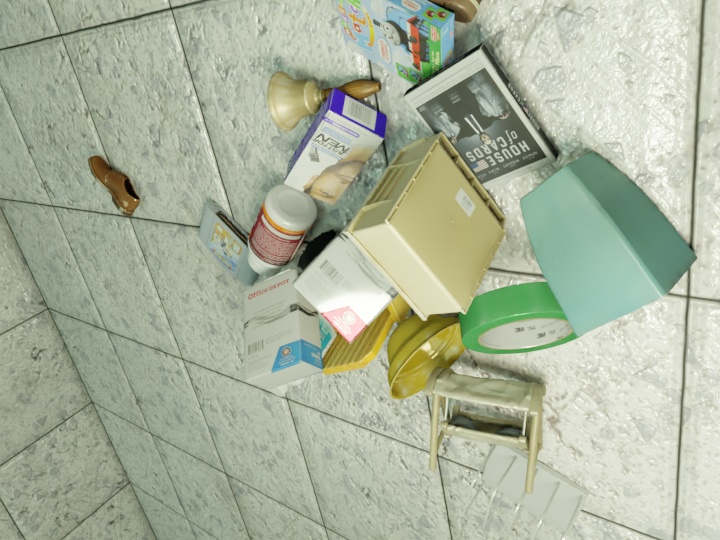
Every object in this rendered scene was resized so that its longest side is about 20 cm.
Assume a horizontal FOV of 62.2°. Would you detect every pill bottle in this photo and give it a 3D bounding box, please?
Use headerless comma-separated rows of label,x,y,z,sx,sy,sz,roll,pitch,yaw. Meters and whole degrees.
pill bottle,-0.144,0.176,1.328,0.109,0.202,0.112,25,151,15
pill bottle,-0.174,-0.078,1.265,0.113,0.113,0.201,45,137,8

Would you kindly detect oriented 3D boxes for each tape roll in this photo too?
tape roll,0.253,0.079,0.930,0.200,0.197,0.049,-35,51,48

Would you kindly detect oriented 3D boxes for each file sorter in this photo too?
file sorter,0.314,0.459,1.170,0.198,0.124,0.141,27,132,27

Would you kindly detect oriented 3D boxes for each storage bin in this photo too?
storage bin,0.110,-0.068,0.913,0.200,0.200,0.093,46,149,-24

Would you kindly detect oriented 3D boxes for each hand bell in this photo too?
hand bell,-0.054,-0.306,1.043,0.196,0.104,0.106,1,118,28

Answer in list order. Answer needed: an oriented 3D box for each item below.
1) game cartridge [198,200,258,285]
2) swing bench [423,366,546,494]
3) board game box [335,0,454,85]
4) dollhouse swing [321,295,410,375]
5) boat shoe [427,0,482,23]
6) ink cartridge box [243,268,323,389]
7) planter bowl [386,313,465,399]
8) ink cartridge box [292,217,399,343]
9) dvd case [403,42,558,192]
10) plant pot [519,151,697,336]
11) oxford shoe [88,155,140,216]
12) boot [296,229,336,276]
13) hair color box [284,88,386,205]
game cartridge,-0.321,-0.061,1.470,0.200,0.041,0.134,44,133,11
swing bench,0.230,0.271,1.094,0.195,0.130,0.204,7,121,23
board game box,0.049,-0.354,0.884,0.199,0.037,0.152,37,168,20
dollhouse swing,-0.027,0.076,1.189,0.198,0.175,0.184,-20,103,48
boat shoe,0.096,-0.410,0.846,0.201,0.074,0.076,33,98,33
ink cartridge box,-0.161,0.120,1.222,0.143,0.084,0.204,-21,59,25
planter bowl,0.109,0.140,1.109,0.084,0.198,0.203,48,140,29
ink cartridge box,0.000,0.000,1.044,0.145,0.200,0.083,45,180,-5
dvd case,0.175,-0.213,0.876,0.149,0.025,0.200,-18,123,47
plant pot,0.323,-0.048,0.819,0.202,0.140,0.141,58,139,6
oxford shoe,-0.678,-0.250,1.661,0.071,0.071,0.201,-41,86,20
boot,-0.035,-0.044,1.168,0.073,0.200,0.162,38,178,-29
hair color box,-0.048,-0.213,1.064,0.108,0.066,0.200,22,143,-18
